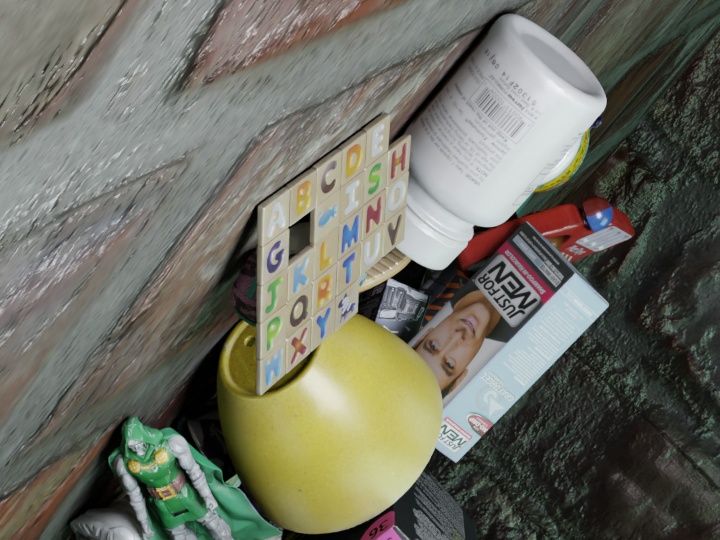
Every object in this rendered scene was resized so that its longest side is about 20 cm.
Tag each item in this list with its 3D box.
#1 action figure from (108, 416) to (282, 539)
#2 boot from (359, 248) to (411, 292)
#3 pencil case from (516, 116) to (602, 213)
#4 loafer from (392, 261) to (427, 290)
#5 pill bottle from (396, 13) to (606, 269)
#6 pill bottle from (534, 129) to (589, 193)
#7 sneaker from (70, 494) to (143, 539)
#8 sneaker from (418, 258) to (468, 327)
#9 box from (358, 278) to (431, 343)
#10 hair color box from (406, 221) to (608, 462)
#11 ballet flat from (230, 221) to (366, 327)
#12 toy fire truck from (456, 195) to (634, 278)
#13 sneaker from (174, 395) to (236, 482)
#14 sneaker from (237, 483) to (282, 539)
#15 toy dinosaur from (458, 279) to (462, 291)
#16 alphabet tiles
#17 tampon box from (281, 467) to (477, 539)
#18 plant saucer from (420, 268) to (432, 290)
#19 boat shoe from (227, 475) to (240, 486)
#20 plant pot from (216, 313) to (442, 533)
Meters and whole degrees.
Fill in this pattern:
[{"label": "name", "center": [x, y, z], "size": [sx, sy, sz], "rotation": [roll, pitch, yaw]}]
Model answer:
[{"label": "action figure", "center": [-0.156, 0.192, 1.509], "size": [0.117, 0.055, 0.201], "rotation": [-23, 131, 5]}, {"label": "boot", "center": [0.000, 0.000, 1.613], "size": [0.200, 0.072, 0.167], "rotation": [-45, 172, -43]}, {"label": "pencil case", "center": [0.163, -0.115, 1.898], "size": [0.200, 0.085, 0.092], "rotation": [-50, 175, 29]}, {"label": "loafer", "center": [0.082, -0.054, 1.842], "size": [0.072, 0.063, 0.200], "rotation": [-36, 167, -50]}, {"label": "pill bottle", "center": [0.099, -0.102, 1.471], "size": [0.200, 0.114, 0.114], "rotation": [-49, 172, 22]}, {"label": "pill bottle", "center": [0.158, -0.130, 1.676], "size": [0.113, 0.113, 0.200], "rotation": [-47, 173, 7]}, {"label": "sneaker", "center": [-0.211, 0.234, 1.653], "size": [0.099, 0.078, 0.200], "rotation": [-42, -179, -16]}, {"label": "sneaker", "center": [0.122, 0.038, 1.845], "size": [0.200, 0.112, 0.078], "rotation": [-49, 157, -13]}, {"label": "box", "center": [-0.014, 0.105, 1.756], "size": [0.200, 0.049, 0.159], "rotation": [-27, -138, 63]}, {"label": "hair color box", "center": [0.118, 0.064, 1.613], "size": [0.200, 0.061, 0.099], "rotation": [-47, -142, 7]}, {"label": "ballet flat", "center": [-0.036, -0.011, 1.406], "size": [0.071, 0.069, 0.200], "rotation": [-63, 165, 24]}, {"label": "toy fire truck", "center": [0.173, -0.027, 1.731], "size": [0.167, 0.113, 0.200], "rotation": [-25, 166, 15]}, {"label": "sneaker", "center": [-0.114, 0.141, 1.687], "size": [0.199, 0.080, 0.130], "rotation": [-38, -177, 10]}, {"label": "sneaker", "center": [-0.124, 0.231, 1.684], "size": [0.200, 0.099, 0.070], "rotation": [-96, -164, -75]}, {"label": "toy dinosaur", "center": [0.064, 0.090, 1.726], "size": [0.201, 0.058, 0.101], "rotation": [-61, -163, 14]}, {"label": "alphabet tiles", "center": [-0.019, -0.021, 1.356], "size": [0.200, 0.008, 0.168], "rotation": [-40, 142, -44]}, {"label": "tampon box", "center": [0.015, 0.271, 1.613], "size": [0.150, 0.126, 0.200], "rotation": [-39, -168, 12]}, {"label": "plant saucer", "center": [0.012, 0.078, 1.958], "size": [0.200, 0.050, 0.200], "rotation": [-37, -168, 9]}, {"label": "boat shoe", "center": [-0.148, 0.193, 1.894], "size": [0.200, 0.072, 0.062], "rotation": [-49, 149, -13]}, {"label": "plant pot", "center": [-0.047, 0.107, 1.548], "size": [0.200, 0.200, 0.142], "rotation": [-46, 136, -8]}]
